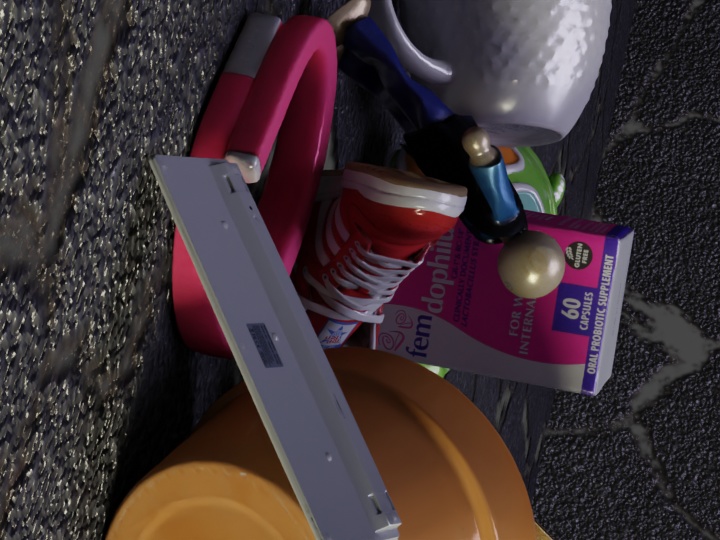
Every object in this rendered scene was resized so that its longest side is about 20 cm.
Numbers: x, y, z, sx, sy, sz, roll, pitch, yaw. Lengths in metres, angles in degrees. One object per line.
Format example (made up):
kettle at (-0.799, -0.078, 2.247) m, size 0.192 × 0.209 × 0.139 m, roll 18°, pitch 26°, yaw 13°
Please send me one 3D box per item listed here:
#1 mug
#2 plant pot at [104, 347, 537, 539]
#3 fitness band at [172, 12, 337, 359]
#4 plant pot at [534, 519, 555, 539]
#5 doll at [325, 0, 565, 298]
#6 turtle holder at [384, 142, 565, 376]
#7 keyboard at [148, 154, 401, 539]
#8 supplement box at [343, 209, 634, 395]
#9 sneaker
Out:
mug at (0.079, -0.181, 1.272) m, size 0.199 × 0.147 × 0.176 m, roll 8°, pitch 81°, yaw -42°
plant pot at (-0.031, 0.145, 0.916) m, size 0.140 × 0.199 × 0.201 m, roll -12°, pitch 112°, yaw -61°
fitness band at (-0.052, -0.047, 0.997) m, size 0.144 × 0.037 × 0.200 m, roll 88°, pitch 17°, yaw -48°
plant pot at (0.003, 0.184, 1.075) m, size 0.200 × 0.186 × 0.186 m, roll -46°, pitch 166°, yaw -1°
doll at (0.051, -0.068, 1.110) m, size 0.048 × 0.200 × 0.136 m, roll -39°, pitch 172°, yaw -7°
turtle holder at (0.055, -0.016, 1.366) m, size 0.186 × 0.141 × 0.132 m, roll -51°, pitch 165°, yaw 22°
keyboard at (-0.039, 0.034, 0.853) m, size 0.056 × 0.011 × 0.201 m, roll -5°, pitch 63°, yaw -49°
supplement box at (0.066, 0.008, 1.214) m, size 0.103 × 0.199 × 0.102 m, roll -19°, pitch 118°, yaw -76°
sneaker at (0.000, 0.000, 1.075) m, size 0.200 × 0.071 × 0.113 m, roll 178°, pitch -74°, yaw -74°
